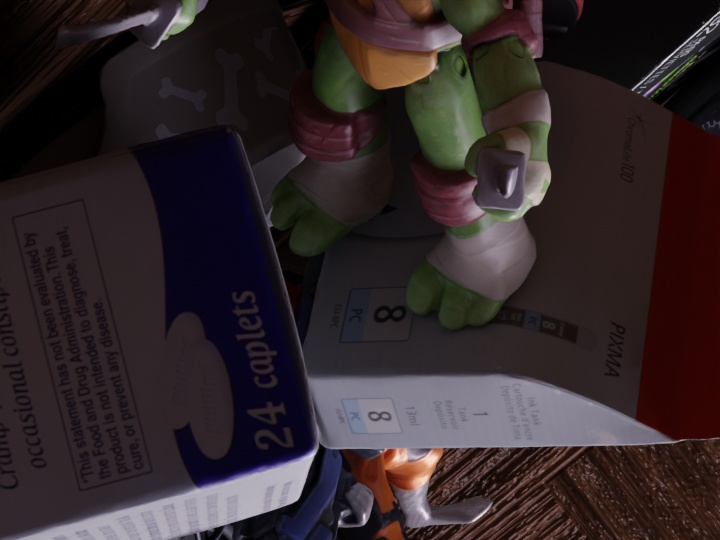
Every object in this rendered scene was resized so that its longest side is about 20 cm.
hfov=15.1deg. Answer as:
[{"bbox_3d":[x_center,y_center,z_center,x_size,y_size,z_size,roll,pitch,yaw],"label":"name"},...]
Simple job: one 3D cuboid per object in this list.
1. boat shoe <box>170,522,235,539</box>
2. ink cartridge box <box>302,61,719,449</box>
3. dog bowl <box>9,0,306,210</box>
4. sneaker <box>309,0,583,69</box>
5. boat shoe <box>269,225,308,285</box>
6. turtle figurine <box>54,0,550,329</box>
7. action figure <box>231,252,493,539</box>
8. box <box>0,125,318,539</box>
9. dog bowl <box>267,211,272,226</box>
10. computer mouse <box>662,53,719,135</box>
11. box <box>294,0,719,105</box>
[{"bbox_3d":[-0.082,0.113,1.060,0.074,0.062,0.200,-38,172,3],"label":"boat shoe"},{"bbox_3d":[0.087,-0.010,0.986,0.199,0.047,0.161,-3,-135,16],"label":"ink cartridge box"},{"bbox_3d":[-0.095,-0.023,1.051,0.200,0.059,0.200,-39,176,-3],"label":"dog bowl"},{"bbox_3d":[0.036,-0.121,1.062,0.073,0.087,0.200,6,168,-19],"label":"sneaker"},{"bbox_3d":[0.000,0.000,1.125,0.200,0.070,0.070,-34,-162,34],"label":"boat shoe"},{"bbox_3d":[-0.009,-0.051,0.879,0.143,0.201,0.194,-1,143,7],"label":"turtle figurine"},{"bbox_3d":[-0.026,0.087,1.038,0.104,0.194,0.201,-21,-148,34],"label":"action figure"},{"bbox_3d":[-0.122,0.043,0.851,0.199,0.106,0.184,-15,172,-6],"label":"box"},{"bbox_3d":[-0.023,-0.028,1.560,0.200,0.059,0.200,-39,174,-5],"label":"dog bowl"},{"bbox_3d":[0.151,-0.063,1.184,0.199,0.053,0.138,-28,178,2],"label":"computer mouse"},{"bbox_3d":[0.079,-0.111,1.194,0.200,0.125,0.148,-44,173,32],"label":"box"}]
